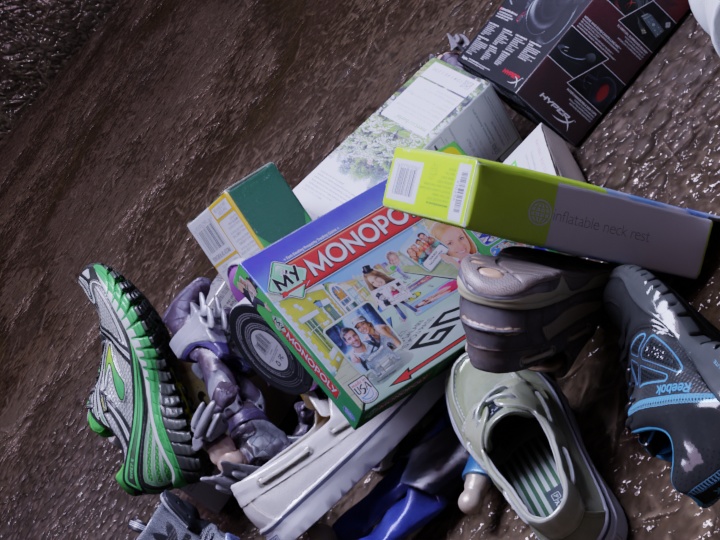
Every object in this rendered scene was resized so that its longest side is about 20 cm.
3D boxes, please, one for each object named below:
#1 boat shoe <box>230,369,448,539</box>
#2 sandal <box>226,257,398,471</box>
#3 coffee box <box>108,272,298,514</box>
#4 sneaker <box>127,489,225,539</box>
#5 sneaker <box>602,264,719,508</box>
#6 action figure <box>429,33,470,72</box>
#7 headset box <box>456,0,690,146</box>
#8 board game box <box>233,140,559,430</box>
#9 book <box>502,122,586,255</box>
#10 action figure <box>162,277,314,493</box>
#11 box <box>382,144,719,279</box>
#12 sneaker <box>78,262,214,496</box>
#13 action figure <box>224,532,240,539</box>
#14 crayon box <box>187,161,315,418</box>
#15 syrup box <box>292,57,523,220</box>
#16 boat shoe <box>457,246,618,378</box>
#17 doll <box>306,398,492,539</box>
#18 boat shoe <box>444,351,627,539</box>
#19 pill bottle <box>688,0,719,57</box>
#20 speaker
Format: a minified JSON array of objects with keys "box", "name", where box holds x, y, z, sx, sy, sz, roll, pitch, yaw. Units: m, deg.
[{"box":[-0.008,0.105,1.069,0.200,0.070,0.071,-42,-2,-17],"name":"boat shoe"},{"box":[-0.046,0.071,1.144,0.050,0.203,0.083,-32,-21,-26],"name":"sandal"},{"box":[-0.115,0.092,1.315,0.200,0.113,0.080,-55,10,-7],"name":"coffee box"},{"box":[-0.109,0.223,1.130,0.200,0.114,0.076,-2,55,61],"name":"sneaker"},{"box":[0.177,0.060,0.886,0.082,0.073,0.200,-51,22,9],"name":"sneaker"},{"box":[0.057,-0.142,1.407,0.200,0.069,0.130,-38,20,22],"name":"action figure"},{"box":[0.188,-0.216,1.251,0.200,0.075,0.149,-51,24,4],"name":"headset box"},{"box":[0.032,0.005,1.045,0.200,0.135,0.029,-31,-19,-29],"name":"board game box"},{"box":[0.093,-0.009,1.182,0.200,0.048,0.134,-47,22,20],"name":"book"},{"box":[-0.092,0.106,1.178,0.069,0.130,0.200,-40,55,14],"name":"action figure"},{"box":[0.129,-0.036,0.990,0.122,0.200,0.048,20,97,65],"name":"box"},{"box":[-0.191,0.086,1.228,0.085,0.200,0.078,-22,-15,4],"name":"sneaker"},{"box":[-0.056,0.277,0.979,0.193,0.105,0.200,-34,54,26],"name":"action figure"},{"box":[-0.051,0.022,1.219,0.052,0.200,0.126,-34,2,-22],"name":"crayon box"},{"box":[0.031,-0.076,1.265,0.200,0.081,0.079,-45,42,-11],"name":"syrup box"},{"box":[0.110,0.027,0.965,0.074,0.200,0.074,15,99,29],"name":"boat shoe"},{"box":[0.053,0.133,1.041,0.200,0.048,0.136,-45,19,2],"name":"doll"},{"box":[0.100,0.101,0.938,0.072,0.062,0.200,-39,37,3],"name":"boat shoe"},{"box":[0.277,-0.220,1.046,0.114,0.114,0.200,-39,27,29],"name":"pill bottle"},{"box":[0.000,0.000,1.106,0.200,0.081,0.081,-41,15,-32],"name":"speaker"}]
